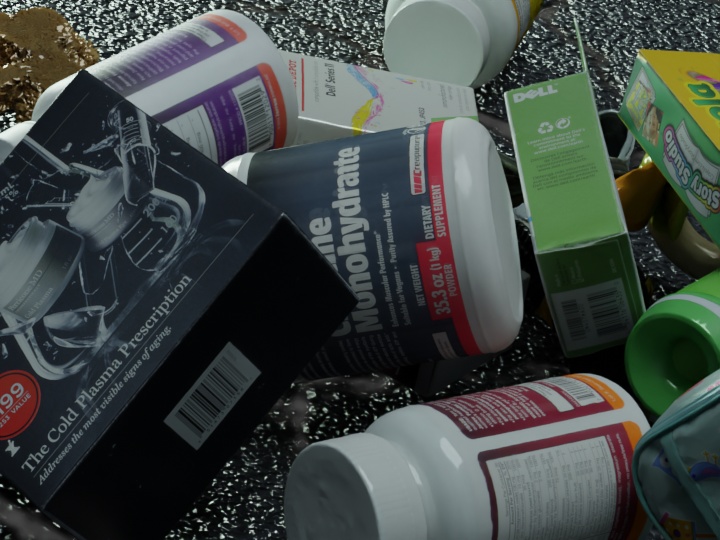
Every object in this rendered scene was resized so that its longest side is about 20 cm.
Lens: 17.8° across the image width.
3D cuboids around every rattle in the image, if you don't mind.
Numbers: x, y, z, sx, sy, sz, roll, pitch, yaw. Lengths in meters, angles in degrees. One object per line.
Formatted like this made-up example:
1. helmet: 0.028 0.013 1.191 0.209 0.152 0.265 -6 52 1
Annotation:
1. rattle: 0.266 -0.007 1.590 0.201 0.130 0.143 54 21 -1

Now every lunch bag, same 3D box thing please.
1. lunch bag: 0.250 0.138 1.242 0.201 0.160 0.077 56 31 0

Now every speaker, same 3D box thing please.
1. speaker: 0.250 0.032 1.460 0.088 0.089 0.199 30 33 28

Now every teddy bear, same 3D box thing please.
1. teddy bear: -0.213 -0.107 1.641 0.144 0.067 0.200 -23 50 -35

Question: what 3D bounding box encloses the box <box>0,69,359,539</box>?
1. box: -0.139 0.026 1.257 0.182 0.200 0.104 34 -8 36

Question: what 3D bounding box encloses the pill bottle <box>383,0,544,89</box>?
1. pill bottle: 0.084 -0.215 1.906 0.112 0.113 0.200 18 28 8

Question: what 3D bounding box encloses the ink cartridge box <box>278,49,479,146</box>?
1. ink cartridge box: -0.015 -0.103 1.703 0.198 0.068 0.117 10 28 -8

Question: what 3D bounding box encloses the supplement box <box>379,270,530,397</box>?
1. supplement box: 0.000 0.000 1.530 0.199 0.061 0.109 28 31 26

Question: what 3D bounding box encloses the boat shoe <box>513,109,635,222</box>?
1. boat shoe: 0.153 -0.071 1.715 0.070 0.072 0.201 23 30 17

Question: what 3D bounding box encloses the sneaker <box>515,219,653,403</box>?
1. sneaker: 0.170 0.021 1.554 0.089 0.070 0.200 -3 28 -24

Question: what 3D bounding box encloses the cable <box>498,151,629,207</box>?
1. cable: 0.106 -0.070 1.599 0.199 0.097 0.051 -15 60 -26

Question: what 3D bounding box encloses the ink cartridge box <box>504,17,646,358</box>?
1. ink cartridge box: 0.134 -0.055 1.479 0.059 0.104 0.201 -13 47 6

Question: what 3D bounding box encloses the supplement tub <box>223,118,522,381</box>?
1. supplement tub: -0.010 -0.008 1.381 0.198 0.141 0.141 -9 26 10

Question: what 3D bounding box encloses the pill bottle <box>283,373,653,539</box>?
1. pill bottle: 0.063 0.124 1.277 0.199 0.110 0.110 -8 35 -36

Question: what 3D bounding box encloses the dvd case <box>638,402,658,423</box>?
1. dvd case: 0.298 0.101 1.527 0.199 0.016 0.149 23 30 18

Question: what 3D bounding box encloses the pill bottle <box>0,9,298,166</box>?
1. pill bottle: -0.148 -0.088 1.523 0.199 0.112 0.111 -29 48 -33

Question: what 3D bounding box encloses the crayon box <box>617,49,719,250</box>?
1. crayon box: 0.287 -0.067 1.495 0.171 0.059 0.200 1 36 -26
